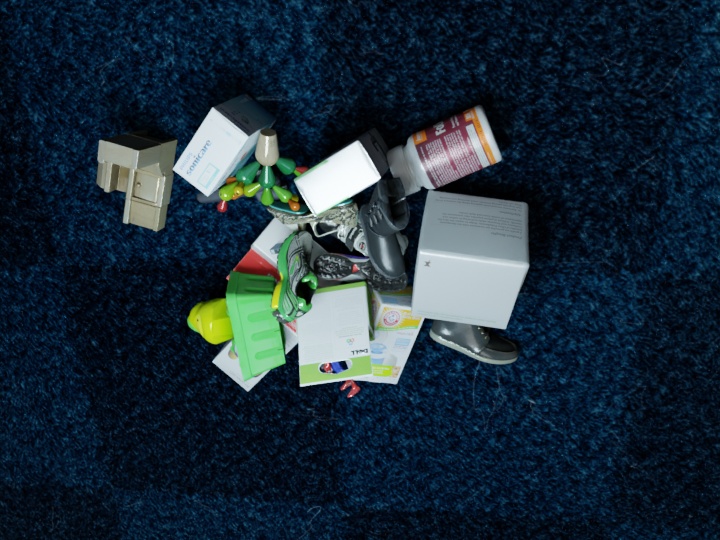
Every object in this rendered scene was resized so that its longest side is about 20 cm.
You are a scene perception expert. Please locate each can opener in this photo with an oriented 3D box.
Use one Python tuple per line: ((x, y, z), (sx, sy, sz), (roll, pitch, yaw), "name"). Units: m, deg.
((-0.254, -0.170, 1.301), (0.199, 0.063, 0.079), (-7, 112, 11), "can opener")

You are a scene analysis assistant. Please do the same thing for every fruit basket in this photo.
((-0.262, 0.109, 1.265), (0.215, 0.156, 0.216), (-3, 115, -6), "fruit basket")

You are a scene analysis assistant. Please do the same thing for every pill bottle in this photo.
((0.159, -0.226, 1.188), (0.199, 0.114, 0.114), (-22, 108, 16), "pill bottle")

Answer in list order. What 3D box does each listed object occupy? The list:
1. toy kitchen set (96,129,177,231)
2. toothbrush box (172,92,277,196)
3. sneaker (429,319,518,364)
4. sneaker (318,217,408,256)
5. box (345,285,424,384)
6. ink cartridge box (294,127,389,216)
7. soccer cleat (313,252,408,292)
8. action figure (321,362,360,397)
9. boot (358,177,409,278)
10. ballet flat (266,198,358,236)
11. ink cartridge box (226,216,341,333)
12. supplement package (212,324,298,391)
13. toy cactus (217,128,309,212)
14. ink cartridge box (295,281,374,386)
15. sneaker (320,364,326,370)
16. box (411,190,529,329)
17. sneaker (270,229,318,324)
((-0.500, -0.183, 1.268), (0.163, 0.181, 0.201), (16, 110, 3), "toy kitchen set")
((-0.257, -0.248, 1.195), (0.085, 0.200, 0.146), (38, 112, -8), "toothbrush box")
((0.258, 0.128, 1.340), (0.199, 0.075, 0.107), (17, 117, 2), "sneaker")
((0.002, -0.075, 1.290), (0.199, 0.089, 0.074), (18, 116, 2), "sneaker")
((0.049, 0.133, 1.342), (0.112, 0.101, 0.201), (10, 116, -23), "box")
((-0.025, -0.193, 1.184), (0.146, 0.200, 0.084), (-28, 102, 18), "ink cartridge box")
((0.000, 0.000, 1.289), (0.199, 0.073, 0.068), (10, 95, -6), "soccer cleat")
((-0.070, 0.191, 1.348), (0.052, 0.065, 0.200), (-32, 114, -9), "action figure")
((0.058, -0.073, 1.158), (0.065, 0.200, 0.165), (-25, 88, -16), "boot")
((-0.099, -0.105, 1.273), (0.199, 0.068, 0.076), (0, 111, 17), "ballet flat")
((-0.152, 0.007, 1.318), (0.200, 0.045, 0.176), (39, 72, -8), "ink cartridge box")
((-0.222, 0.157, 1.407), (0.114, 0.110, 0.200), (41, 112, -8), "supplement package")
((-0.179, -0.186, 1.184), (0.199, 0.102, 0.165), (-13, 136, -23), "toy cactus")
((-0.047, 0.135, 1.221), (0.147, 0.201, 0.076), (-9, 150, 7), "ink cartridge box")
((-0.084, 0.141, 1.402), (0.082, 0.077, 0.201), (15, 113, 9), "sneaker")
((0.209, -0.019, 1.203), (0.198, 0.172, 0.200), (8, 138, 5), "box")
((-0.113, 0.007, 1.213), (0.085, 0.201, 0.078), (-17, 145, 31), "sneaker")
